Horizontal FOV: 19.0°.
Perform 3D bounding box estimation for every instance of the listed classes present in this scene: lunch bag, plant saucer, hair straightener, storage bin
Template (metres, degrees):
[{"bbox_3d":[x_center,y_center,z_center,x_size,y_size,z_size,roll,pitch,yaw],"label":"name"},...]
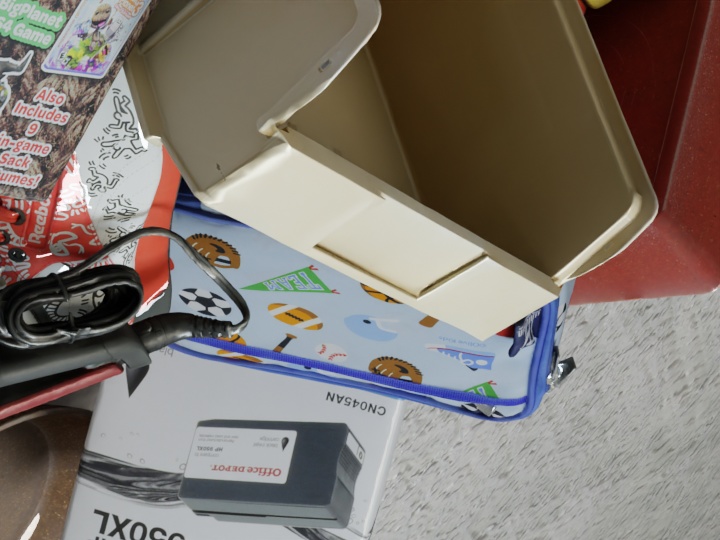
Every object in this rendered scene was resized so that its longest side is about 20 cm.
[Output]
[{"bbox_3d":[0.000,0.000,0.923,0.161,0.199,0.076,95,10,-59],"label":"lunch bag"},{"bbox_3d":[-0.206,0.140,1.079,0.200,0.037,0.201,-39,152,-26],"label":"plant saucer"},{"bbox_3d":[-0.124,0.029,0.759,0.199,0.041,0.077,-14,143,-30],"label":"hair straightener"},{"bbox_3d":[0.000,-0.098,0.762,0.093,0.199,0.200,-30,151,21],"label":"storage bin"},{"bbox_3d":[0.107,-0.077,1.079,0.037,0.199,0.201,42,55,-40],"label":"plant saucer"}]

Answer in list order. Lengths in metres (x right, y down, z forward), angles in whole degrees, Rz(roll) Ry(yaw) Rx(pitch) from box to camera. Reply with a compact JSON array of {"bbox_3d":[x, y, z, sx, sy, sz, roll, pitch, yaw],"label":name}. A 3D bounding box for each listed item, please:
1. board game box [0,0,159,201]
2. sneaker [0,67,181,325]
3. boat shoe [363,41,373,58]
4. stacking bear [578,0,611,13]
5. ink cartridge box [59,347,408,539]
[{"bbox_3d":[-0.128,-0.151,0.665,0.097,0.159,0.200,9,118,-56],"label":"board game box"},{"bbox_3d":[-0.126,-0.025,0.783,0.108,0.067,0.202,-26,147,-23],"label":"sneaker"},{"bbox_3d":[0.021,-0.067,0.975,0.069,0.071,0.200,-38,153,-10],"label":"boat shoe"},{"bbox_3d":[0.096,-0.175,1.058,0.200,0.114,0.121,-47,125,6],"label":"stacking bear"},{"bbox_3d":[-0.059,0.092,1.044,0.084,0.144,0.201,-41,146,-86],"label":"ink cartridge box"}]
